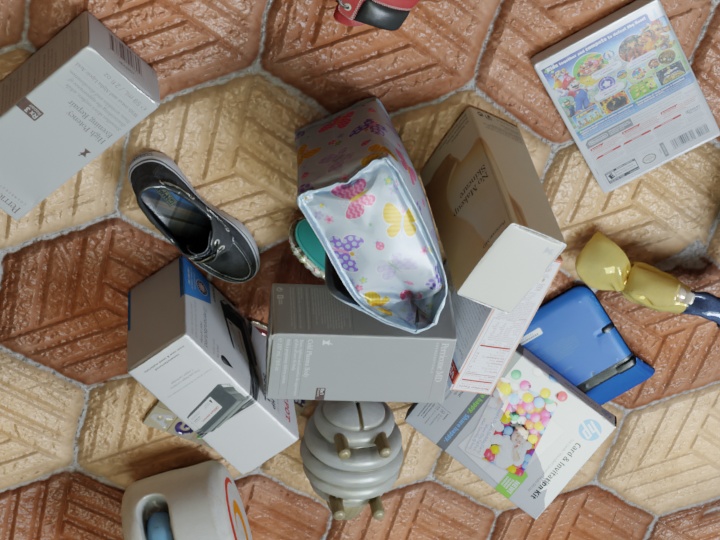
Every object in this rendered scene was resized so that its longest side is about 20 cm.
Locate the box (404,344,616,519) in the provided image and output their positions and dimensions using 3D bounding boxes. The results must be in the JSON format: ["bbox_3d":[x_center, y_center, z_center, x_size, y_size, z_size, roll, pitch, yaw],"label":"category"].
[{"bbox_3d":[0.176,0.175,1.759,0.200,0.041,0.156,37,108,-3],"label":"box"}]

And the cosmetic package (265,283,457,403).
[{"bbox_3d":[-0.002,0.079,1.604,0.199,0.090,0.107,3,132,-4],"label":"cosmetic package"}]

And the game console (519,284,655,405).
[{"bbox_3d":[0.236,0.120,1.817,0.200,0.118,0.171,-32,97,15],"label":"game console"}]

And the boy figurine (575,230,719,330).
[{"bbox_3d":[0.341,0.015,1.699,0.199,0.124,0.065,22,96,-1],"label":"boy figurine"}]

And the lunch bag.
[{"bbox_3d":[0.014,-0.046,1.513,0.127,0.170,0.200,-25,118,9],"label":"lunch bag"}]

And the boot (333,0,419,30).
[{"bbox_3d":[-0.009,-0.304,1.385,0.200,0.073,0.144,28,121,-33],"label":"boot"}]

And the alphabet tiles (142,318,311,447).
[{"bbox_3d":[-0.139,0.142,1.768,0.167,0.008,0.200,23,122,-27],"label":"alphabet tiles"}]

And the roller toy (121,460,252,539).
[{"bbox_3d":[-0.210,0.330,1.796,0.139,0.200,0.183,-16,107,1],"label":"roller toy"}]

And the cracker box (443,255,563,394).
[{"bbox_3d":[0.141,0.019,1.637,0.057,0.134,0.200,9,128,-22],"label":"cracker box"}]

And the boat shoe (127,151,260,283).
[{"bbox_3d":[-0.172,-0.042,1.569,0.070,0.066,0.200,-28,129,12],"label":"boat shoe"}]

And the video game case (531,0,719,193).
[{"bbox_3d":[0.284,-0.184,1.574,0.143,0.018,0.200,-27,129,12],"label":"video game case"}]

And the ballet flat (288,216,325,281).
[{"bbox_3d":[0.000,0.000,1.642,0.199,0.076,0.064,22,156,-20],"label":"ballet flat"}]

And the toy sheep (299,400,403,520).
[{"bbox_3d":[-0.009,0.212,1.771,0.137,0.138,0.201,3,119,-13],"label":"toy sheep"}]

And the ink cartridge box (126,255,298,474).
[{"bbox_3d":[-0.162,0.105,1.634,0.084,0.145,0.200,-32,124,15],"label":"ink cartridge box"}]

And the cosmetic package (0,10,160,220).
[{"bbox_3d":[-0.302,-0.149,1.452,0.200,0.074,0.102,-37,126,18],"label":"cosmetic package"}]

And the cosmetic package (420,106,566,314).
[{"bbox_3d":[0.132,-0.064,1.523,0.071,0.200,0.105,20,122,-26],"label":"cosmetic package"}]
